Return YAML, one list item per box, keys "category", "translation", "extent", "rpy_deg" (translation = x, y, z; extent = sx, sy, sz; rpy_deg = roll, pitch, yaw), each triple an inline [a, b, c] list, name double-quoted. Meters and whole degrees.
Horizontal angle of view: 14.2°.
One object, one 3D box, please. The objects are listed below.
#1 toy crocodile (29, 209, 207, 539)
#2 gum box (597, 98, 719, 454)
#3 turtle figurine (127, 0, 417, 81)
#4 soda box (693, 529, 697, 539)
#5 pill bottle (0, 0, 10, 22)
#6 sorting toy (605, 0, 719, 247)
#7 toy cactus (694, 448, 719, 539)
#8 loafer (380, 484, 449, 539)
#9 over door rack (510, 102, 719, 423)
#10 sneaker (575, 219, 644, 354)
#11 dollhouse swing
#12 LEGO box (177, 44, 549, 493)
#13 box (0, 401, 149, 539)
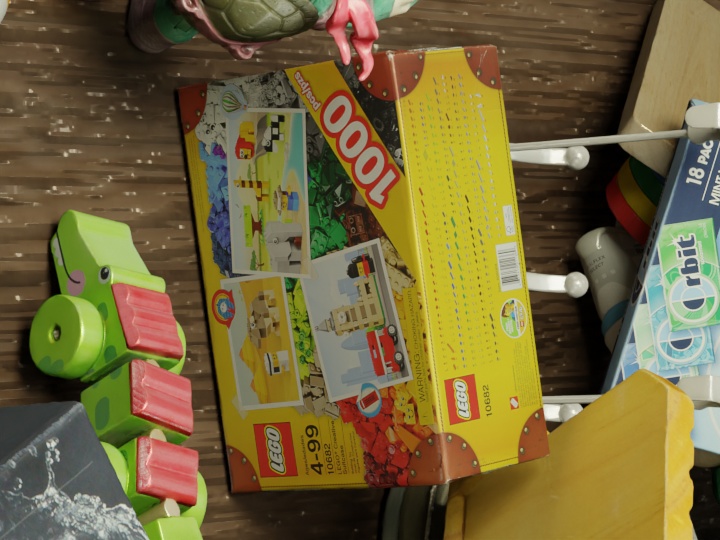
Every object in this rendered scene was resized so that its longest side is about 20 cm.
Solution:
- category: "toy crocodile"
  translation: [-0.102, 0.060, 1.297]
  extent: [0.067, 0.062, 0.200]
  rpy_deg: [20, 48, -43]
- category: "gum box"
  translation: [0.241, 0.021, 1.484]
  extent: [0.045, 0.199, 0.170]
  rpy_deg: [-80, -173, -78]
- category: "turtle figurine"
  translation: [-0.052, -0.147, 1.302]
  extent: [0.150, 0.200, 0.101]
  rpy_deg: [51, 52, -30]
- category: "soda box"
  translation: [0.156, 0.201, 1.575]
  extent: [0.063, 0.068, 0.200]
  rpy_deg: [-32, 109, -43]
- category: "pill bottle"
  translation: [-0.193, -0.161, 1.219]
  extent: [0.116, 0.116, 0.201]
  rpy_deg: [31, 64, -40]
- category: "sorting toy"
  translation: [0.224, -0.045, 1.602]
  extent: [0.199, 0.070, 0.200]
  rpy_deg: [34, 29, -6]
- category: "toy cactus"
  translation: [0.211, 0.106, 1.580]
  extent: [0.165, 0.102, 0.200]
  rpy_deg: [54, 26, -42]
- category: "loafer"
  translation: [0.055, 0.176, 1.471]
  extent: [0.075, 0.070, 0.201]
  rpy_deg: [14, 76, -44]
- category: "over door rack"
  translation: [0.114, 0.003, 1.458]
  extent: [0.067, 0.200, 0.148]
  rpy_deg: [10, 79, -48]
- category: "sneaker"
  translation: [0.190, -0.006, 1.635]
  extent: [0.200, 0.075, 0.087]
  rpy_deg: [-7, 64, -56]
- category: "dollhouse swing"
  translation: [0.131, 0.175, 1.363]
  extent: [0.182, 0.176, 0.200]
  rpy_deg: [38, 42, -34]
- category: "LEGO box"
  translation: [0.000, 0.000, 1.377]
  extent: [0.077, 0.149, 0.201]
  rpy_deg: [-9, 92, -46]
- category: "box"
  translation: [-0.172, 0.190, 1.204]
  extent: [0.197, 0.117, 0.200]
  rpy_deg: [-40, 113, -41]
